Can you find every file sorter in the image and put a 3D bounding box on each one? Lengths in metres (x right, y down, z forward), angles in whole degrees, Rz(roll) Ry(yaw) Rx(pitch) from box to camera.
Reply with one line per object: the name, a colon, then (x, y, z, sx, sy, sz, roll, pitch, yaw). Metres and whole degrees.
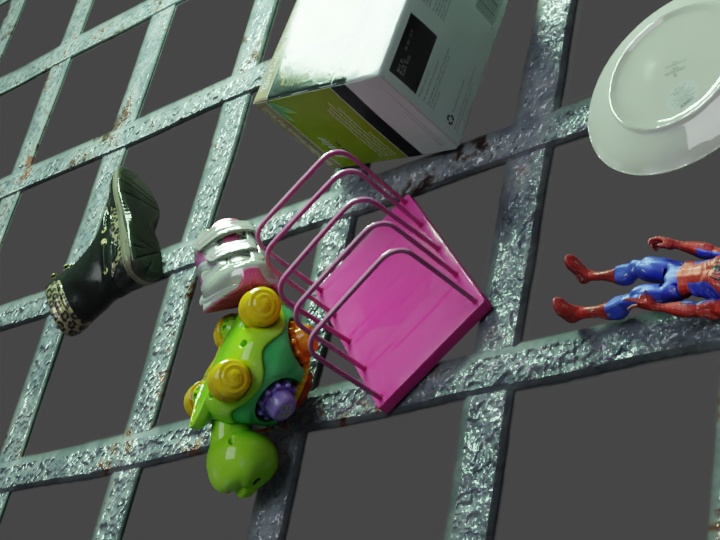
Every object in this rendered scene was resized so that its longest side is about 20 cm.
file sorter: (0.000, 0.000, 1.349, 0.139, 0.125, 0.200, -46, 36, 11)

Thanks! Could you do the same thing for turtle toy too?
turtle toy: (-0.104, 0.116, 1.389, 0.201, 0.100, 0.146, -69, 12, -21)

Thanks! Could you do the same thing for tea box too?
tea box: (0.023, -0.232, 1.511, 0.196, 0.133, 0.201, -3, 58, 46)

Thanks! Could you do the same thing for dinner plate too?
dinner plate: (0.277, -0.172, 1.268, 0.199, 0.024, 0.202, -29, 43, 31)

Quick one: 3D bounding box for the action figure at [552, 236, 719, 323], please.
action figure: (0.240, 0.009, 1.139, 0.199, 0.052, 0.066, -4, 54, 44)

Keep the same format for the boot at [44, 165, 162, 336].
boot: (-0.316, -0.024, 1.781, 0.150, 0.073, 0.201, -38, 43, 20)

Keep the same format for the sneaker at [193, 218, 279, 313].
sneaker: (-0.133, -0.008, 1.475, 0.200, 0.081, 0.089, -176, 77, -73)
